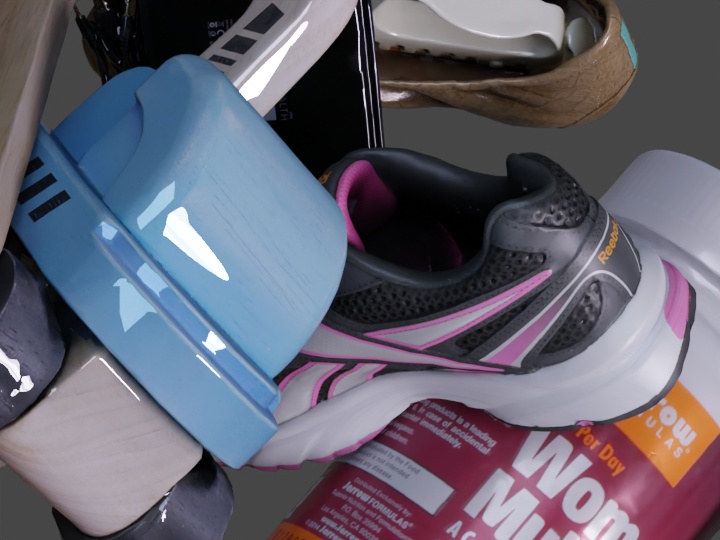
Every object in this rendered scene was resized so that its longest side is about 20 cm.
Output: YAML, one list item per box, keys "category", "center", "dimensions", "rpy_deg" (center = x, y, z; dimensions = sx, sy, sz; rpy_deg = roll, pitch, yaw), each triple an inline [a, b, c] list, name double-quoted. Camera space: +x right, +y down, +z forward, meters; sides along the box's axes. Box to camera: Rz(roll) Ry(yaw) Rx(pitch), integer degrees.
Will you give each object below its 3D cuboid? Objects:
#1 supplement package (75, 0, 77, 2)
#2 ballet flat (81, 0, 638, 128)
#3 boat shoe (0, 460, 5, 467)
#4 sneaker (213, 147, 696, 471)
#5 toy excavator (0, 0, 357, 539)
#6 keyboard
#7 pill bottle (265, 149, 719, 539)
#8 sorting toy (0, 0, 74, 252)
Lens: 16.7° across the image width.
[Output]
- category: "supplement package"
  center: [-0.182, -0.136, 0.845]
  dimensions: [0.156, 0.111, 0.200]
  rpy_deg: [43, 77, 10]
- category: "ballet flat"
  center: [0.001, -0.088, 0.859]
  dimensions: [0.199, 0.072, 0.068]
  rpy_deg: [7, 72, 0]
- category: "boat shoe"
  center: [-0.133, 0.040, 0.752]
  dimensions: [0.068, 0.075, 0.201]
  rpy_deg: [-6, 111, -10]
- category: "sneaker"
  center: [0.000, 0.000, 0.751]
  dimensions: [0.199, 0.086, 0.081]
  rpy_deg: [-12, 42, 32]
- category: "toy excavator"
  center: [-0.047, -0.034, 0.702]
  dimensions: [0.200, 0.194, 0.100]
  rpy_deg: [-41, 123, -1]
- category: "keyboard"
  center: [-0.044, -0.072, 0.829]
  dimensions: [0.103, 0.040, 0.201]
  rpy_deg: [-3, 108, 7]
- category: "pill bottle"
  center: [0.063, 0.062, 0.797]
  dimensions: [0.109, 0.110, 0.200]
  rpy_deg: [40, 76, 9]
- category: "sorting toy"
  center: [-0.184, -0.090, 0.677]
  dimensions: [0.197, 0.070, 0.200]
  rpy_deg: [2, 37, 3]
